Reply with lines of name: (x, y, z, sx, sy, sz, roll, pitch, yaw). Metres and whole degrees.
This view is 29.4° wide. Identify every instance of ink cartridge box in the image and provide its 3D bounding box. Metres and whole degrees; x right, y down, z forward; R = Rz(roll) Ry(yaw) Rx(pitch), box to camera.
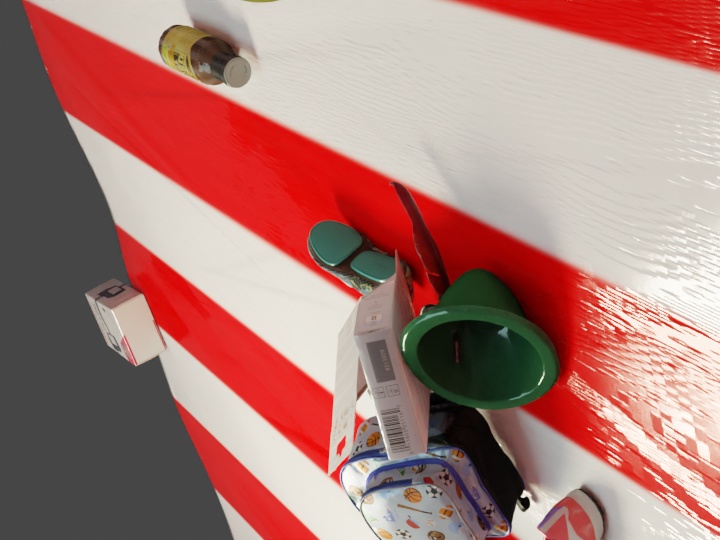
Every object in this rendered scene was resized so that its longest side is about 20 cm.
ink cartridge box: (0.038, 0.090, 1.536, 0.200, 0.047, 0.161, -83, -21, -64)
ink cartridge box: (-0.001, 0.153, 1.771, 0.161, 0.050, 0.202, 121, 153, -66)
ink cartridge box: (-0.526, 0.112, 3.064, 0.200, 0.084, 0.146, 20, 134, 61)

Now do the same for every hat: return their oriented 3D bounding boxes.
hat: (0.131, 0.021, 1.461, 0.164, 0.177, 0.200, -10, 136, 25)

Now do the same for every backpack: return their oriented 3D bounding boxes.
backpack: (0.075, 0.250, 1.616, 0.189, 0.154, 0.201, -6, 124, 37)

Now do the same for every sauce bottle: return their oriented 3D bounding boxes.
sauce bottle: (-0.207, -0.284, 1.830, 0.200, 0.064, 0.065, 31, 144, 55)

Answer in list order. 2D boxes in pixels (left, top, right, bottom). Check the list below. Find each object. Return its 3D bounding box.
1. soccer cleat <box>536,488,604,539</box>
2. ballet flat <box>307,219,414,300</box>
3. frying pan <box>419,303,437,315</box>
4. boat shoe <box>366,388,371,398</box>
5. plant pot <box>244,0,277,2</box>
soccer cleat: (0.235, 0.332, 1.545, 0.068, 0.073, 0.201, 41, 151, 43)
ballet flat: (0.000, 0.000, 1.698, 0.200, 0.074, 0.075, 37, 149, 52)
frying pan: (0.124, 0.082, 1.551, 0.116, 0.031, 0.190, 62, 157, -6)
boat shoe: (0.065, 0.153, 1.748, 0.072, 0.070, 0.201, 50, 163, 1)
plant pot: (-0.065, -0.374, 1.258, 0.200, 0.187, 0.188, -26, 92, 55)
